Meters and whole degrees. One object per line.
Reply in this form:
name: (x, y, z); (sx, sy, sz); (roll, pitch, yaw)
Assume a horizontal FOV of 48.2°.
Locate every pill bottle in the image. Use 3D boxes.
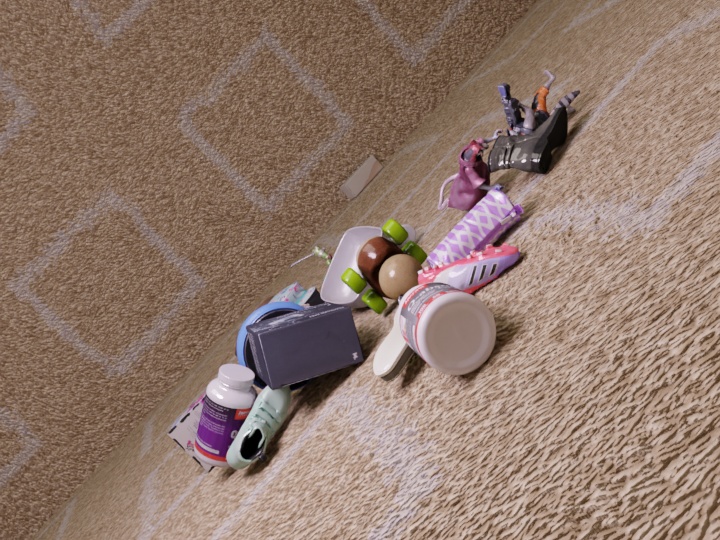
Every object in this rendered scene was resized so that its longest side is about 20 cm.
pill bottle: (-0.283, 0.307, 1.711); (0.113, 0.111, 0.203); (-83, 8, -74)
pill bottle: (0.120, 0.079, 1.203); (0.116, 0.116, 0.200); (-45, 10, -3)

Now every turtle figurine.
turtle figurine: (-0.090, -0.021, 2.342); (0.199, 0.144, 0.194); (-28, 16, 48)

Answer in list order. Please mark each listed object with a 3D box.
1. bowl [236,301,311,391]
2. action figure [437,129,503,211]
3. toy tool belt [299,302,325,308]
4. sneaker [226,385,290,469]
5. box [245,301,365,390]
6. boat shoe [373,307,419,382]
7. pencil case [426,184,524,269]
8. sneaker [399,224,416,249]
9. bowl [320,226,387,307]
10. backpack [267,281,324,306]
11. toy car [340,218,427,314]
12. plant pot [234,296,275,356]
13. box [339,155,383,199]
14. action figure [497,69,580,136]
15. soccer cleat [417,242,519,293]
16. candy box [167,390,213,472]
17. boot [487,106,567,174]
bowl: (-0.171, 0.170, 1.762); (0.201, 0.201, 0.039); (-46, 17, -9)
action figure: (0.237, -0.225, 1.742); (0.201, 0.147, 0.136); (70, -157, -62)
toy tool belt: (-0.149, 0.165, 1.920); (0.201, 0.125, 0.123); (-54, 5, -37)
sneaker: (-0.188, 0.306, 1.610); (0.202, 0.073, 0.118); (-59, 10, -24)
box: (-0.118, 0.148, 1.647); (0.194, 0.119, 0.200); (-16, 5, -15)
boat shoe: (0.079, 0.122, 1.359); (0.072, 0.061, 0.202); (-24, 23, 34)
pencil case: (0.213, -0.058, 1.483); (0.200, 0.084, 0.085); (-47, 39, -1)
sneaker: (0.057, -0.052, 2.052); (0.201, 0.074, 0.118); (-46, 16, 10)
bowl: (0.000, 0.000, 1.928); (0.199, 0.074, 0.202); (4, 69, 59)
backpack: (-0.189, 0.138, 2.134); (0.178, 0.150, 0.200); (-54, 9, -34)
toy car: (0.087, 0.020, 1.631); (0.165, 0.158, 0.200); (-49, 39, -4)
plant pot: (-0.263, 0.182, 2.282); (0.202, 0.092, 0.201); (-54, -15, -21)
box: (0.003, -0.427, 3.701); (0.200, 0.078, 0.095); (-49, 11, -16)
action figure: (0.376, -0.338, 1.733); (0.104, 0.200, 0.194); (25, 72, 43)
soccer cleat: (0.189, 0.009, 1.381); (0.198, 0.077, 0.067); (-18, 7, 32)
candy box: (-0.333, 0.351, 1.882); (0.200, 0.136, 0.061); (-43, 9, 8)
boot: (0.341, -0.272, 1.653); (0.129, 0.068, 0.201); (8, 47, 34)
